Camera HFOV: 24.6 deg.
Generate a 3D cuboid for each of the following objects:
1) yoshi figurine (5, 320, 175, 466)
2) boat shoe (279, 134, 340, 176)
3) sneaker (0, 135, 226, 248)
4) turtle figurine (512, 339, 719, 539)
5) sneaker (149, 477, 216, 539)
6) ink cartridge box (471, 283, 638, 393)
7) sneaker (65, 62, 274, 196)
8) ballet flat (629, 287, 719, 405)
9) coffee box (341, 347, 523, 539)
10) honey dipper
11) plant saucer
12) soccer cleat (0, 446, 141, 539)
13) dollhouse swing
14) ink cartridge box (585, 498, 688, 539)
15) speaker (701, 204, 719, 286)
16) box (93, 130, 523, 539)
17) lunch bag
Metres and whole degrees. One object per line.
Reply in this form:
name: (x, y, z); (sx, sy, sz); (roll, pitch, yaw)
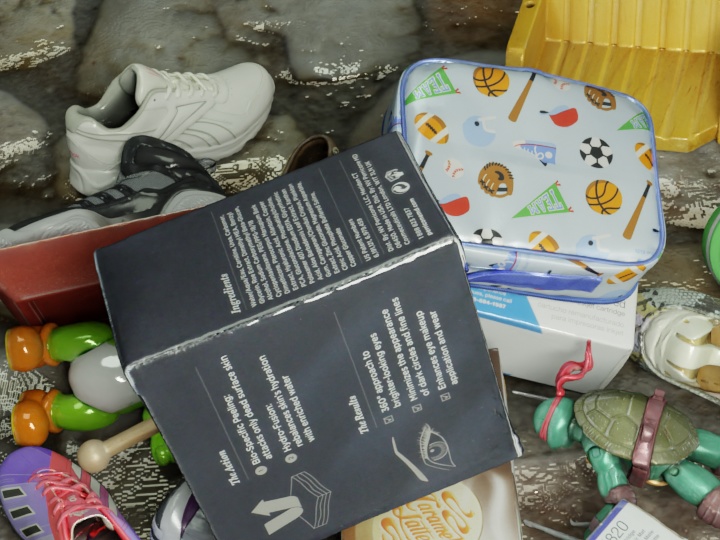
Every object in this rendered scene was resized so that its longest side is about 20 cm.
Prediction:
yoshi figurine: (-0.151, 0.079, 1.173); (0.200, 0.112, 0.112); (-3, 53, 2)
boat shoe: (-0.050, -0.025, 1.199); (0.075, 0.075, 0.202); (-7, 37, 18)
sneaker: (-0.202, -0.046, 1.336); (0.200, 0.076, 0.114); (-10, 41, -11)
turtle figurine: (0.182, 0.126, 1.077); (0.200, 0.101, 0.150); (16, 51, 14)
sneaker: (-0.051, 0.139, 1.129); (0.087, 0.074, 0.200); (36, 62, 14)
ink cartridge box: (0.123, -0.028, 1.194); (0.146, 0.086, 0.200); (14, 61, -7)
sneaker: (-0.161, -0.139, 1.407); (0.200, 0.099, 0.078); (-29, 47, -22)
ballet flat: (0.255, 0.062, 1.142); (0.200, 0.072, 0.072); (24, 51, 28)
coffee box: (0.048, 0.154, 1.070); (0.114, 0.080, 0.200); (-7, 42, 6)
honey dipper: (-0.101, 0.083, 1.111); (0.200, 0.038, 0.038); (-26, 44, 1)
plant saucer: (-0.169, 0.005, 1.214); (0.200, 0.200, 0.037); (-13, 79, -7)
soccer cleat: (-0.186, 0.169, 1.097); (0.068, 0.073, 0.200); (-29, 47, -21)
dollhouse swing: (0.231, -0.229, 1.392); (0.200, 0.176, 0.182); (8, 44, 15)
ink cartridge box: (0.178, 0.256, 0.952); (0.200, 0.041, 0.200); (34, 56, 23)
speaker: (0.316, 0.004, 1.149); (0.088, 0.089, 0.200); (-17, 21, -10)
box: (-0.029, 0.051, 0.994); (0.200, 0.197, 0.118); (-22, 43, -3)
lunch bag: (0.103, -0.055, 1.112); (0.200, 0.076, 0.161); (6, 63, -11)
